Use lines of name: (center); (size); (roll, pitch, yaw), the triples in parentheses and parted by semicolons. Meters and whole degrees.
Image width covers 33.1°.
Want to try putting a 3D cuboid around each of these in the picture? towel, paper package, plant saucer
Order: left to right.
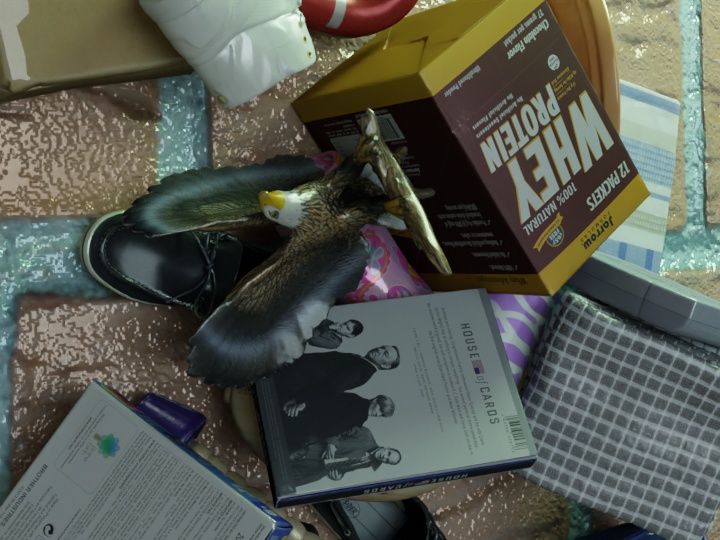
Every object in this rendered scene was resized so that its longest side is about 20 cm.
paper package: (-0.199, -0.230, 0.864); (0.190, 0.103, 0.202); (-15, 97, -33)
plant saucer: (0.180, -0.160, 1.056); (0.037, 0.200, 0.202); (-5, 93, -4)
towel: (0.250, -0.087, 1.187); (0.146, 0.024, 0.202); (10, 86, -34)
towel: (0.234, 0.127, 1.027); (0.199, 0.086, 0.167); (22, 98, 4)

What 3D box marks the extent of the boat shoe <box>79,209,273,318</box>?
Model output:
boat shoe: (-0.118, 0.001, 0.937); (0.199, 0.062, 0.075); (19, 81, -29)

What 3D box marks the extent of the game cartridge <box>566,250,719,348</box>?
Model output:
game cartridge: (0.248, 0.020, 1.060); (0.133, 0.200, 0.041); (21, 96, -33)

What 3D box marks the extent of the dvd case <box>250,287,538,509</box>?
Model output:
dvd case: (0.020, 0.091, 0.915); (0.198, 0.025, 0.151); (-6, 59, -14)

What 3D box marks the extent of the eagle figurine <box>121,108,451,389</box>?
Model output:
eagle figurine: (-0.053, -0.029, 0.875); (0.151, 0.199, 0.152); (47, 22, -36)

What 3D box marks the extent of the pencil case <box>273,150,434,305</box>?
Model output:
pencil case: (0.000, 0.000, 0.999); (0.087, 0.087, 0.201); (-44, 112, -24)

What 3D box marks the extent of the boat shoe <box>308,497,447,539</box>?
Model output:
boat shoe: (0.029, 0.220, 1.021); (0.075, 0.066, 0.200); (-47, 112, -21)

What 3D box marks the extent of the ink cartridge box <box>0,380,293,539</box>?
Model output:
ink cartridge box: (-0.141, 0.192, 0.839); (0.199, 0.076, 0.137); (35, 84, 14)

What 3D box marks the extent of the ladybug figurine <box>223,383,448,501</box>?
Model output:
ladybug figurine: (-0.010, 0.119, 0.951); (0.198, 0.072, 0.137); (14, 56, -1)

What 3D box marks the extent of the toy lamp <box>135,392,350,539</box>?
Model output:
toy lamp: (-0.093, 0.166, 0.915); (0.200, 0.058, 0.058); (40, 68, 3)

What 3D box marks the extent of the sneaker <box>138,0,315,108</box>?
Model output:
sneaker: (-0.062, -0.205, 0.864); (0.200, 0.073, 0.116); (-53, 127, -26)

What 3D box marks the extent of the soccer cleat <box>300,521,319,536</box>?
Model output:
soccer cleat: (-0.122, 0.211, 0.933); (0.199, 0.067, 0.082); (-9, 85, -30)

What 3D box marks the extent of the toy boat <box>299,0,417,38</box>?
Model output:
toy boat: (-0.023, -0.262, 0.952); (0.199, 0.130, 0.132); (9, 85, -37)

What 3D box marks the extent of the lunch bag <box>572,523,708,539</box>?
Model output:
lunch bag: (0.235, 0.309, 1.113); (0.199, 0.132, 0.137); (-13, 82, -29)

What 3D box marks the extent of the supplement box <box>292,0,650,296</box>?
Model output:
supplement box: (0.087, -0.099, 0.983); (0.133, 0.197, 0.201); (-42, 111, -24)

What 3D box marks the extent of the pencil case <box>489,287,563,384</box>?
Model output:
pencil case: (0.101, 0.076, 1.061); (0.085, 0.084, 0.201); (38, 69, -13)
